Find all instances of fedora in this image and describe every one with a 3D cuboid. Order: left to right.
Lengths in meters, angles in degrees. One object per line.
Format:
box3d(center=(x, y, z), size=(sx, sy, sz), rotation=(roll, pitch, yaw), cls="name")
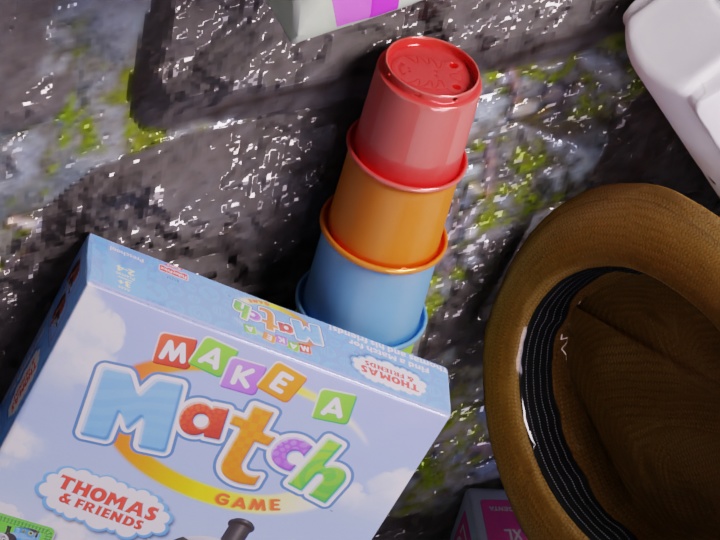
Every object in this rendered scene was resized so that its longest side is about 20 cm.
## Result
box3d(center=(0.137, 0.056, 1.188), size=(0.082, 0.201, 0.201), rotation=(-10, 138, -42), cls="fedora")

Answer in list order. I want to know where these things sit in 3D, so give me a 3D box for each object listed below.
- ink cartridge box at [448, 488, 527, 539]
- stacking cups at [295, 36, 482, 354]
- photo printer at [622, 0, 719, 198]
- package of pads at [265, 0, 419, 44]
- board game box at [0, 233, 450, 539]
box3d(center=(0.064, 0.208, 1.299), size=(0.042, 0.200, 0.120), rotation=(2, 134, -15), cls="ink cartridge box")
box3d(center=(0.000, 0.000, 1.139), size=(0.060, 0.061, 0.200), rotation=(-11, 135, -27), cls="stacking cups")
box3d(center=(0.208, -0.083, 1.184), size=(0.166, 0.070, 0.200), rotation=(-37, 144, 5), cls="photo printer")
box3d(center=(0.038, -0.176, 0.917), size=(0.154, 0.068, 0.200), rotation=(-19, 143, -16), cls="package of pads")
box3d(center=(-0.077, 0.094, 1.150), size=(0.151, 0.037, 0.200), rotation=(21, 121, -16), cls="board game box")
